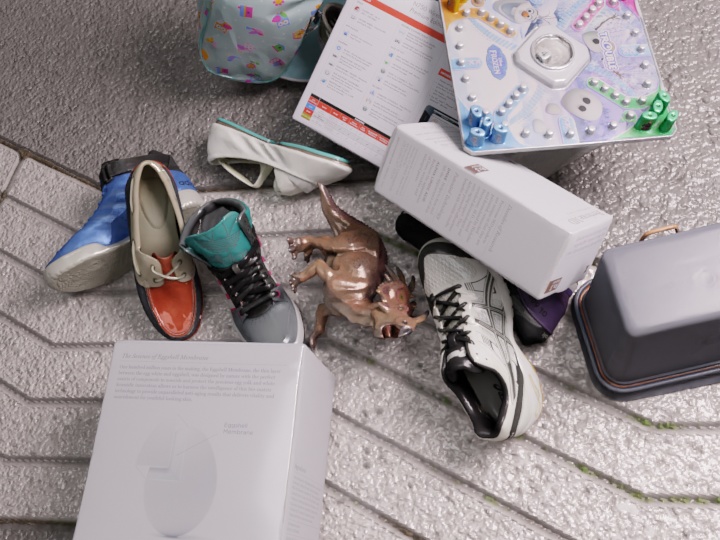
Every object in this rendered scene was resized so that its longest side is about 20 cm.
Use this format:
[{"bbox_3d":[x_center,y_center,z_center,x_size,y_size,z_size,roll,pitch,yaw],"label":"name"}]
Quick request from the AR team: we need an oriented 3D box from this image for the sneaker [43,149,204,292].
[{"bbox_3d":[-0.292,-0.065,0.901,0.199,0.077,0.112,-33,69,-6],"label":"sneaker"}]

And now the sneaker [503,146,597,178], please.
[{"bbox_3d":[0.193,-0.152,0.827,0.199,0.074,0.082,-25,61,-10],"label":"sneaker"}]

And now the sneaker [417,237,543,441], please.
[{"bbox_3d":[0.103,0.061,0.709,0.075,0.087,0.201,-33,79,33],"label":"sneaker"}]

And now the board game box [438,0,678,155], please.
[{"bbox_3d":[0.184,-0.209,0.730,0.198,0.026,0.202,-5,66,-2],"label":"board game box"}]

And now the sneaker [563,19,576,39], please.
[{"bbox_3d":[0.210,-0.245,0.839,0.088,0.075,0.201,-30,31,30],"label":"sneaker"}]

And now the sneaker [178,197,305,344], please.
[{"bbox_3d":[-0.126,-0.002,0.799,0.083,0.121,0.201,-32,56,-1],"label":"sneaker"}]

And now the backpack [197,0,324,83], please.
[{"bbox_3d":[-0.121,-0.312,0.875,0.165,0.200,0.128,15,64,-17],"label":"backpack"}]

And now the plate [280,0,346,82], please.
[{"bbox_3d":[-0.050,-0.320,0.982,0.198,0.026,0.202,-6,66,13],"label":"plate"}]

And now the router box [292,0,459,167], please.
[{"bbox_3d":[0.053,-0.197,0.824,0.199,0.049,0.180,31,104,9],"label":"router box"}]

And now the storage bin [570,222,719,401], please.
[{"bbox_3d":[0.298,0.016,0.690,0.198,0.134,0.147,-13,65,7],"label":"storage bin"}]

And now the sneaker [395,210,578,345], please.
[{"bbox_3d":[0.110,0.006,0.777,0.199,0.076,0.088,26,81,22],"label":"sneaker"}]

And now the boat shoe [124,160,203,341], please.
[{"bbox_3d":[-0.214,-0.020,0.834,0.071,0.063,0.202,-10,92,-15],"label":"boat shoe"}]

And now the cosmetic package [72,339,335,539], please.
[{"bbox_3d":[-0.140,0.180,0.734,0.197,0.123,0.202,0,68,14],"label":"cosmetic package"}]

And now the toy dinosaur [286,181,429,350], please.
[{"bbox_3d":[0.000,0.000,0.801,0.134,0.086,0.202,-11,61,10],"label":"toy dinosaur"}]

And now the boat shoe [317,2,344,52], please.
[{"bbox_3d":[0.017,-0.227,0.888,0.072,0.062,0.200,-43,77,-5],"label":"boat shoe"}]

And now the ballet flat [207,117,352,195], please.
[{"bbox_3d":[-0.100,-0.123,0.895,0.199,0.070,0.070,21,73,26],"label":"ballet flat"}]

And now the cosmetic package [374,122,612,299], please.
[{"bbox_3d":[0.120,-0.062,0.712,0.199,0.101,0.075,34,120,27],"label":"cosmetic package"}]
